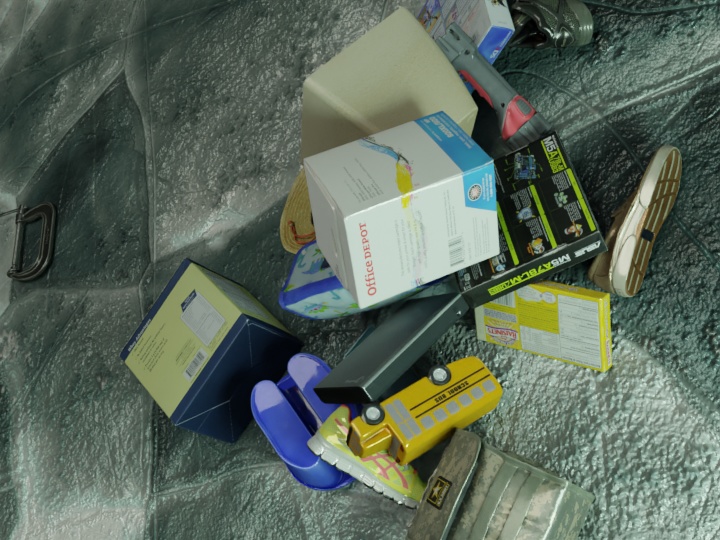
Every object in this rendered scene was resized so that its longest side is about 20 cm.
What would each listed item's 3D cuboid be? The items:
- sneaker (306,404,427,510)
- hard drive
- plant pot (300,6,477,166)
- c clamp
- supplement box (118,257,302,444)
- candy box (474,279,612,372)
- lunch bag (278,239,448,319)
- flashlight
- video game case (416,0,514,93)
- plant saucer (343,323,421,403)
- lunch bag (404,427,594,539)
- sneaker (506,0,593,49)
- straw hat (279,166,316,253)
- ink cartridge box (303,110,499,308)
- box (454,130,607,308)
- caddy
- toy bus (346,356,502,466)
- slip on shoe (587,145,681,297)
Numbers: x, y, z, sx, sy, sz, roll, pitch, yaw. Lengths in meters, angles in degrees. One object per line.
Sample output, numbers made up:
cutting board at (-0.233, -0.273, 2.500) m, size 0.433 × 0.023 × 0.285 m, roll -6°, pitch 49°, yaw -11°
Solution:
sneaker at (0.033, 0.247, 1.420) m, size 0.199 × 0.078 × 0.091 m, roll 30°, pitch 82°, yaw 2°
hard drive at (0.041, 0.107, 1.458) m, size 0.200 × 0.033 × 0.139 m, roll -42°, pitch 15°, yaw -27°
plant pot at (0.048, -0.204, 1.510) m, size 0.177 × 0.200 × 0.200 m, roll 42°, pitch 66°, yaw 18°
c clamp at (-0.688, -0.059, 2.217) m, size 0.170 × 0.027 × 0.201 m, roll -22°, pitch 56°, yaw 23°
supplement box at (-0.238, 0.125, 1.698) m, size 0.200 × 0.134 × 0.200 m, roll -55°, pitch 48°, yaw 5°
candy box at (0.231, 0.060, 1.392) m, size 0.199 × 0.026 × 0.103 m, roll 13°, pitch 122°, yaw 41°
lunch bag at (0.000, 0.000, 1.511) m, size 0.169 × 0.200 × 0.128 m, roll -20°, pitch 94°, yaw 32°
flashlight at (0.178, -0.252, 1.514) m, size 0.068 × 0.068 × 0.200 m, roll -44°, pitch 89°, yaw 8°
video game case at (0.149, -0.360, 1.612) m, size 0.200 × 0.045 × 0.182 m, roll 126°, pitch 141°, yaw -50°
plant saucer at (0.050, 0.161, 1.533) m, size 0.070 × 0.019 × 0.200 m, roll -50°, pitch 47°, yaw 9°
lunch bag at (0.156, 0.298, 1.313) m, size 0.199 × 0.117 × 0.165 m, roll 20°, pitch 82°, yaw 37°
sneaker at (0.243, -0.390, 1.566) m, size 0.114 × 0.076 × 0.200 m, roll -14°, pitch 53°, yaw -17°
straw hat at (-0.031, -0.098, 1.666) m, size 0.201 × 0.085 × 0.202 m, roll -32°, pitch 42°, yaw 34°
ink cartridge box at (0.050, -0.079, 1.344) m, size 0.199 × 0.148 × 0.145 m, roll -20°, pitch 41°, yaw -14°
box at (0.203, -0.069, 1.417) m, size 0.192 × 0.048 × 0.201 m, roll -24°, pitch 46°, yaw 12°
caddy at (-0.066, 0.217, 1.543) m, size 0.141 × 0.105 × 0.200 m, roll -36°, pitch 58°, yaw -5°
toy bus at (0.080, 0.185, 1.387) m, size 0.199 × 0.065 × 0.078 m, roll -28°, pitch 65°, yaw -23°
slip on shoe at (0.348, -0.067, 1.367) m, size 0.060 × 0.076 × 0.201 m, roll 18°, pitch 90°, yaw 39°
